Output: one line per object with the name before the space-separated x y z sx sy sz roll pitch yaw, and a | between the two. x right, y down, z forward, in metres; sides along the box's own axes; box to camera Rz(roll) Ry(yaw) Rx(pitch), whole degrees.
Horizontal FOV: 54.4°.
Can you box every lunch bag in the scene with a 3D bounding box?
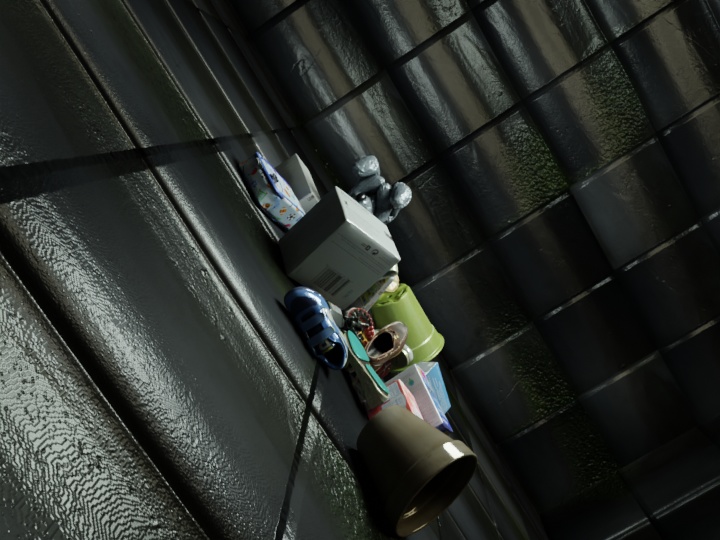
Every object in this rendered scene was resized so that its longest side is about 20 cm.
lunch bag | -0.220 -0.201 1.746 0.162 0.075 0.200 61 6 30

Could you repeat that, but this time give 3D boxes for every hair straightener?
hair straightener | -0.032 0.128 1.624 0.200 0.076 0.042 40 54 -57

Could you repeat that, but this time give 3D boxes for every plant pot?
plant pot | 0.088 0.349 1.287 0.174 0.200 0.200 45 -1 34
plant pot | 0.111 0.149 1.960 0.201 0.197 0.192 -101 169 -69

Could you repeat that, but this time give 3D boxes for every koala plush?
koala plush | 0.001 -0.159 1.837 0.177 0.185 0.200 40 48 9

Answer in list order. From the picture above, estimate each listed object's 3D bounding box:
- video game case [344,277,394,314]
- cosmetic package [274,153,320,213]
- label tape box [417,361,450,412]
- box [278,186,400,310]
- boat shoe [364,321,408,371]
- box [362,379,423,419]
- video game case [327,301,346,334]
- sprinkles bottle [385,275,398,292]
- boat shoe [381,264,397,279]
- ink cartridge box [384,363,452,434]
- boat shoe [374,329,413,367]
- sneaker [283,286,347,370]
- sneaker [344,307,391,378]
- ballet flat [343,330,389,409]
video game case | 0.000 0.015 1.910 0.023 0.183 0.202 19 33 -37
cosmetic package | -0.181 -0.222 1.958 0.090 0.106 0.202 51 13 -47
label tape box | 0.148 0.353 1.831 0.199 0.063 0.146 -38 117 -43
box | -0.050 -0.048 1.629 0.198 0.200 0.132 33 24 -39
boat shoe | 0.062 0.178 1.694 0.070 0.071 0.200 32 41 13
box | 0.093 0.356 1.524 0.095 0.102 0.201 51 10 -45
video game case | -0.095 0.064 1.726 0.182 0.023 0.202 52 12 -47
sprinkles bottle | 0.019 0.038 1.964 0.198 0.068 0.069 -10 -60 50
boat shoe | 0.000 0.000 1.779 0.073 0.196 0.063 76 -1 -51
ink cartridge box | 0.123 0.344 1.635 0.076 0.135 0.202 44 16 -49
boat shoe | 0.077 0.191 1.828 0.199 0.068 0.076 22 -56 51
sneaker | -0.083 0.118 1.409 0.201 0.073 0.083 54 11 -26
sneaker | 0.019 0.183 1.786 0.203 0.077 0.082 69 -13 -10
ballet flat | -0.005 0.222 1.569 0.067 0.062 0.201 34 18 -49
